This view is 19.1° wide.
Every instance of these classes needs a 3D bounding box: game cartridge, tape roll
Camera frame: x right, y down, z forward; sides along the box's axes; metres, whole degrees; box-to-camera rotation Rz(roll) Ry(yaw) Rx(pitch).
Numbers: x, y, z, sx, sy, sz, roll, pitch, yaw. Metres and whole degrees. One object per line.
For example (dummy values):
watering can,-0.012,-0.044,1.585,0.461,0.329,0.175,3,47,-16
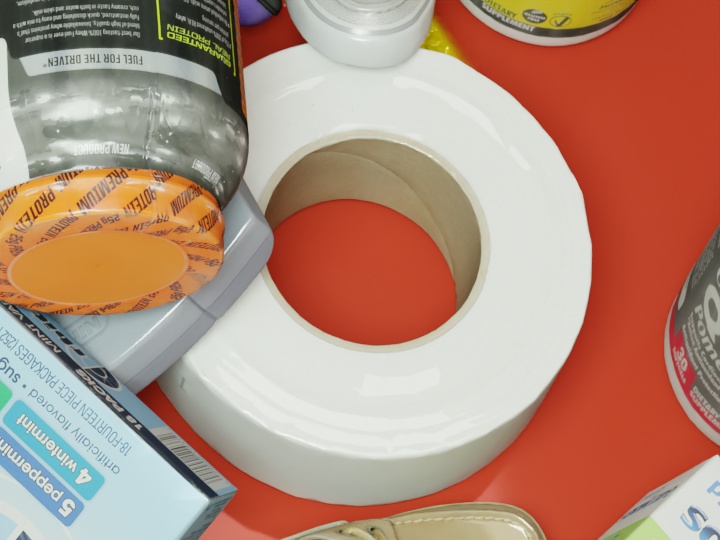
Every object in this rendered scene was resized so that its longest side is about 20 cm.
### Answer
game cartridge,-0.138,0.004,0.906,0.199,0.040,0.134,-34,58,7
tape roll,0.000,0.000,0.957,0.200,0.071,0.204,3,67,-7

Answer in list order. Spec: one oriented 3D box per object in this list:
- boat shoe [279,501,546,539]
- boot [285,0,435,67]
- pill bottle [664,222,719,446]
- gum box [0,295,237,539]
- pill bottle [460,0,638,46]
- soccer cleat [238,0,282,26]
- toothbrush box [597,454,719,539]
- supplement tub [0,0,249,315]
boat shoe,-0.007,0.142,0.897,0.198,0.065,0.072,-17,70,-15
boot,0.006,-0.188,0.988,0.073,0.096,0.201,5,43,-4
pill bottle,0.204,0.003,0.913,0.110,0.200,0.112,2,66,-6
gum box,-0.175,0.108,0.850,0.170,0.045,0.200,40,98,10
pill bottle,0.103,-0.198,0.985,0.110,0.200,0.112,3,66,-6
soccer cleat,-0.130,-0.163,1.021,0.199,0.068,0.074,34,90,3
toothbrush box,0.112,0.199,0.870,0.200,0.086,0.146,-40,86,-19
supplement tub,-0.107,-0.093,0.842,0.121,0.123,0.202,-2,66,-9
